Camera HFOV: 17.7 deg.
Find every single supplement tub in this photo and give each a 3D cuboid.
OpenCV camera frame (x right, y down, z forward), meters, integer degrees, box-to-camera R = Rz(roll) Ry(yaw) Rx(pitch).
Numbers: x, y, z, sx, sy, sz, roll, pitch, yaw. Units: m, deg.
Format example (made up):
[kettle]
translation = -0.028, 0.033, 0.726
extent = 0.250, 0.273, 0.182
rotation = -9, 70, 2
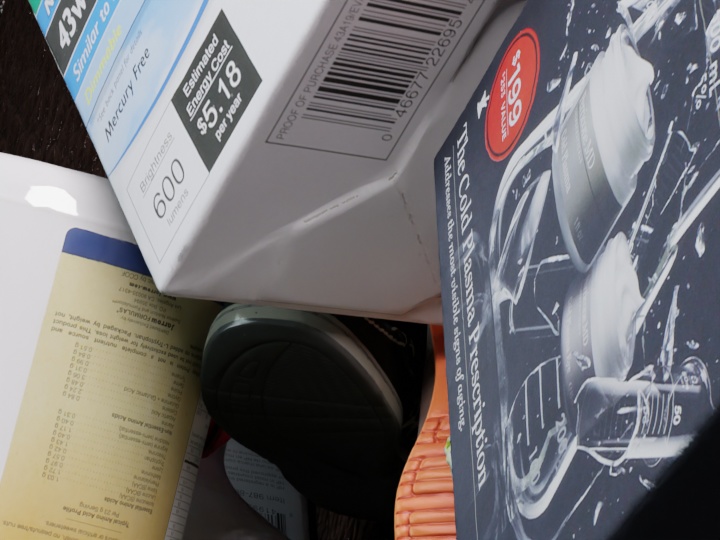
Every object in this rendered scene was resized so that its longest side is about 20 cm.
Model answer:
[supplement tub]
translation = -0.131, 0.067, 0.866
extent = 0.144, 0.144, 0.201
rotation = 166, 120, -72

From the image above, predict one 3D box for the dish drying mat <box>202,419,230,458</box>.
[dish drying mat]
translation = -0.021, 0.012, 1.003
extent = 0.200, 0.018, 0.077
rotation = -47, -21, -64

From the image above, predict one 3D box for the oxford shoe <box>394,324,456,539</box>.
[oxford shoe]
translation = 0.052, 0.066, 0.827
extent = 0.073, 0.071, 0.201
rotation = 80, -165, -66

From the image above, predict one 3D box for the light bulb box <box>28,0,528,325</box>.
[light bulb box]
translation = -0.008, -0.122, 0.782
extent = 0.198, 0.125, 0.200
rotation = -58, 42, 30

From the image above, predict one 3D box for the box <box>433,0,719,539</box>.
[box]
translation = 0.102, -0.005, 0.612
extent = 0.182, 0.104, 0.200
rotation = 121, 155, -44

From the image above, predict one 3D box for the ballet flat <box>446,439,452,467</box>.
[ballet flat]
translation = 0.065, 0.088, 0.711
extent = 0.064, 0.075, 0.200
rotation = 82, -171, -47

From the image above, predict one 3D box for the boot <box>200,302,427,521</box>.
[boot]
translation = -0.001, 0.000, 0.896
extent = 0.204, 0.073, 0.154
rotation = 58, -142, -62

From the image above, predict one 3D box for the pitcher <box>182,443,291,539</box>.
[pitcher]
translation = -0.087, 0.161, 0.954
extent = 0.200, 0.171, 0.121
rotation = 61, 179, 31

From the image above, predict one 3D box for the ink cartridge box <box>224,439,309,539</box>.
[ink cartridge box]
translation = -0.100, 0.168, 1.084
extent = 0.200, 0.144, 0.084
rotation = -95, 22, -47
